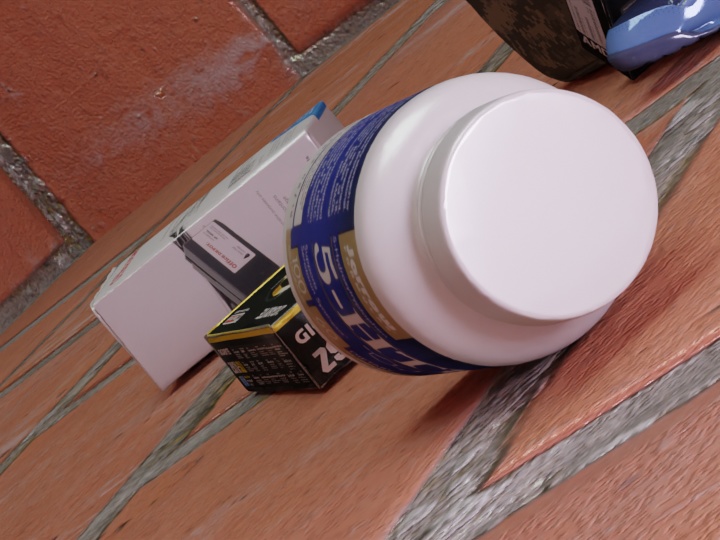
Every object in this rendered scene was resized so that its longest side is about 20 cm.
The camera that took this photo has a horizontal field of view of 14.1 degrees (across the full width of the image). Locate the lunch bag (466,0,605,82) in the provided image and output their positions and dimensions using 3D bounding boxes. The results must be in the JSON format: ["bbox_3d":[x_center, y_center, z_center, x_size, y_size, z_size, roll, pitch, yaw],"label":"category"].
[{"bbox_3d":[0.155,-0.225,1.813,0.168,0.139,0.200,-48,4,-11],"label":"lunch bag"}]

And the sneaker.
[{"bbox_3d":[0.203,-0.189,1.601,0.200,0.082,0.074,-42,9,-3],"label":"sneaker"}]

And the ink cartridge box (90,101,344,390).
[{"bbox_3d":[-0.084,-0.019,2.065,0.200,0.084,0.145,-38,7,11],"label":"ink cartridge box"}]

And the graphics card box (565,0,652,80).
[{"bbox_3d":[0.159,-0.217,1.631,0.125,0.200,0.051,-43,50,-13],"label":"graphics card box"}]

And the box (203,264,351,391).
[{"bbox_3d":[0.000,0.000,1.648,0.160,0.049,0.200,-40,6,-12],"label":"box"}]

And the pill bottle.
[{"bbox_3d":[0.046,-0.019,1.204,0.120,0.120,0.200,-42,7,-14],"label":"pill bottle"}]
